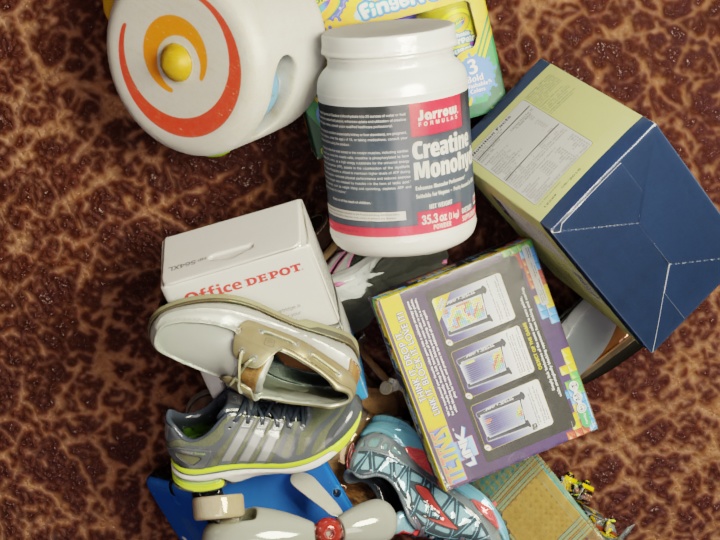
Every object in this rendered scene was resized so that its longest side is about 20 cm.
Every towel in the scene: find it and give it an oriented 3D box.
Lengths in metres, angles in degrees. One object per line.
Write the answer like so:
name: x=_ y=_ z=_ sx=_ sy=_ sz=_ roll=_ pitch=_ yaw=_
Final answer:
towel: x=0.153 y=0.263 z=1.488 sx=0.147 sy=0.022 sz=0.200 roll=-46 pitch=62 yaw=13

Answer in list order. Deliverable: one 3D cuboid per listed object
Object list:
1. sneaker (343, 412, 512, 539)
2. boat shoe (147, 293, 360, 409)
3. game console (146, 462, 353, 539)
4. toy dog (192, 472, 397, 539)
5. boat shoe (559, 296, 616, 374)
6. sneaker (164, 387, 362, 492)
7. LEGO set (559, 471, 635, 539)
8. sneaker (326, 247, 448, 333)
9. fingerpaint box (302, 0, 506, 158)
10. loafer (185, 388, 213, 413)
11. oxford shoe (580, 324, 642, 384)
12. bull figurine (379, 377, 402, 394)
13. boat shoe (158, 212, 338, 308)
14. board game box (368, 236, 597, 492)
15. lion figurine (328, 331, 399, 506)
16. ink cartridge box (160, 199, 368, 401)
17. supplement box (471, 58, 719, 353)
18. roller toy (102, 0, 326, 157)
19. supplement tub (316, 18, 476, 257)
sneaker: x=0.062 y=0.242 z=1.445 sx=0.200 sy=0.079 sz=0.096 roll=42 pitch=60 yaw=2
boat shoe: x=-0.095 y=0.076 z=1.306 sx=0.199 sy=0.069 sz=0.075 roll=10 pitch=127 yaw=-11
game console: x=-0.098 y=0.264 z=1.480 sx=0.118 sy=0.170 sz=0.201 roll=-40 pitch=113 yaw=-30
toy dog: x=-0.074 y=0.257 z=1.382 sx=0.199 sy=0.096 sz=0.133 roll=17 pitch=79 yaw=-15
boat shoe: x=0.190 y=0.091 z=1.480 sx=0.073 sy=0.068 sz=0.200 roll=30 pitch=95 yaw=-48
sneaker: x=-0.095 y=0.149 z=1.360 sx=0.199 sy=0.074 sz=0.081 roll=-17 pitch=124 yaw=3
LEGO set: x=0.191 y=0.318 z=1.524 sx=0.153 sy=0.116 sz=0.201 roll=34 pitch=96 yaw=-12
sneaker: x=0.000 y=0.000 z=1.462 sx=0.199 sy=0.087 sz=0.080 roll=-24 pitch=129 yaw=18
fingerpaint box: x=0.029 y=-0.218 z=1.415 sx=0.199 sy=0.073 sz=0.168 roll=-15 pitch=103 yaw=-4
loafer: x=-0.116 y=0.215 z=1.495 sx=0.072 sy=0.063 sz=0.200 roll=-35 pitch=103 yaw=2
oxford shoe: x=0.286 y=0.042 z=1.515 sx=0.200 sy=0.071 sz=0.071 roll=-45 pitch=73 yaw=7
bull figurine: x=0.090 y=0.107 z=1.483 sx=0.121 sy=0.065 sz=0.201 roll=29 pitch=88 yaw=-56
boat shoe: x=-0.111 y=0.002 z=1.446 sx=0.200 sy=0.070 sz=0.070 roll=-37 pitch=109 yaw=3
board game box: x=0.119 y=0.089 z=1.393 sx=0.164 sy=0.057 sz=0.201 roll=-20 pitch=96 yaw=-6
lion figurine: x=-0.006 y=0.175 z=1.497 sx=0.122 sy=0.072 sz=0.201 roll=30 pitch=92 yaw=-22
ink cartridge box: x=-0.091 y=0.047 z=1.381 sx=0.145 sy=0.085 sz=0.201 roll=-16 pitch=125 yaw=5
supplement box: x=0.224 y=-0.065 z=1.373 sx=0.134 sy=0.200 sz=0.200 roll=-45 pitch=126 yaw=0
roller toy: x=-0.137 y=-0.207 z=1.330 sx=0.182 sy=0.140 sz=0.201 roll=-13 pitch=101 yaw=34
supplement tub: x=0.033 y=-0.123 z=1.327 sx=0.139 sy=0.140 sz=0.201 roll=-7 pitch=106 yaw=-5
